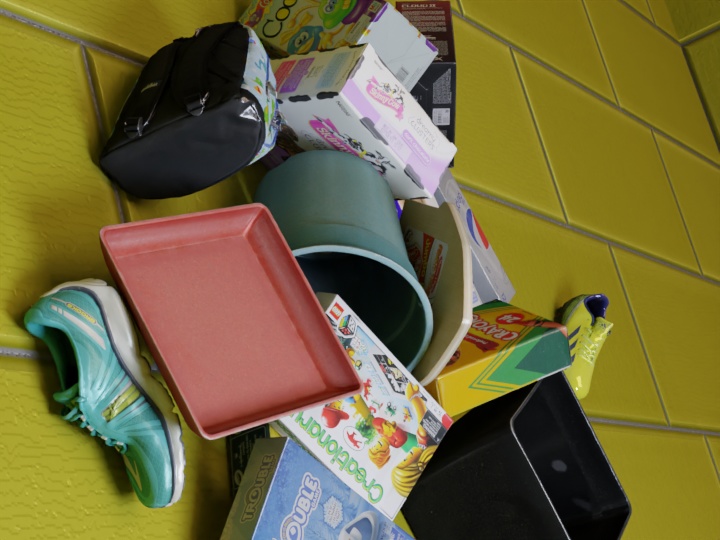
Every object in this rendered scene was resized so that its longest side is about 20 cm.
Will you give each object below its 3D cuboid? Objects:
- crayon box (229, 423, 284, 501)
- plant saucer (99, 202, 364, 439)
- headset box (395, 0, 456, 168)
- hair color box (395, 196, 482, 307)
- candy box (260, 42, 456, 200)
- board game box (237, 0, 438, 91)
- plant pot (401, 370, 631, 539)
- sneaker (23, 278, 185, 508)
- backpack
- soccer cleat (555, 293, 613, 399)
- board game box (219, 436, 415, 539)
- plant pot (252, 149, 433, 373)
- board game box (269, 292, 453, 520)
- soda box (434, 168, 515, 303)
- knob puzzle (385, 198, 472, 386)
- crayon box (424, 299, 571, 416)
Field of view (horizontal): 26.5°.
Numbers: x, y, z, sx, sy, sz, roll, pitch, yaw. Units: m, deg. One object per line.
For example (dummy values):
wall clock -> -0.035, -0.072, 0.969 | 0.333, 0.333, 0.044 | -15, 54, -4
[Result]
crayon box -> -0.044, 0.205, 1.455 | 0.200, 0.051, 0.127 | 34, 41, -46
plant saucer -> -0.114, 0.044, 1.299 | 0.200, 0.037, 0.200 | -13, 69, -48
headset box -> 0.081, -0.243, 1.939 | 0.200, 0.077, 0.149 | -91, 180, -55
hair color box -> 0.076, -0.006, 1.842 | 0.200, 0.065, 0.109 | 65, 27, 1
candy box -> -0.027, -0.149, 1.608 | 0.168, 0.200, 0.072 | 47, 59, -33
board game box -> -0.029, -0.260, 1.704 | 0.103, 0.105, 0.200 | 37, -1, -44
plant pot -> 0.158, 0.243, 1.656 | 0.200, 0.177, 0.200 | 62, 27, -6
sneaker -> -0.209, 0.106, 1.235 | 0.080, 0.077, 0.200 | -27, 90, -42
backpack -> -0.150, -0.159, 1.470 | 0.154, 0.163, 0.200 | 53, 21, -41
soccer cleat -> 0.320, 0.102, 2.179 | 0.065, 0.084, 0.200 | 52, 30, -27
board game box -> -0.048, 0.280, 1.329 | 0.199, 0.043, 0.200 | 43, 53, -36
plant pot -> -0.034, -0.006, 1.514 | 0.200, 0.200, 0.196 | 48, 23, -32
board game box -> -0.007, 0.131, 1.426 | 0.200, 0.035, 0.126 | 48, 64, -32
soda box -> 0.118, -0.034, 1.938 | 0.200, 0.068, 0.063 | 60, 26, -9
knob puzzle -> 0.071, 0.031, 1.510 | 0.030, 0.220, 0.220 | 13, 51, -23
crayon box -> 0.105, 0.096, 1.614 | 0.200, 0.127, 0.051 | -21, 113, -27
